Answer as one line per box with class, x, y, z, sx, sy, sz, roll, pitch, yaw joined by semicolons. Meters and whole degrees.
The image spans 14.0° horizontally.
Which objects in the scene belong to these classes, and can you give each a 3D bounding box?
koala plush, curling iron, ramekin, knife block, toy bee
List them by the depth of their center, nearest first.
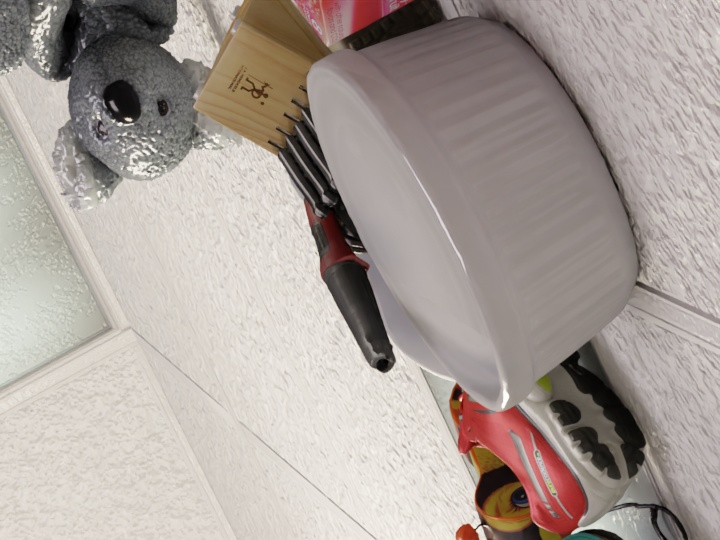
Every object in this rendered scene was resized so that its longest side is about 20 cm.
ramekin;0.061;-0.036;1.498;0.203;0.094;0.202;58;168;19
curling iron;0.000;0.000;1.636;0.200;0.049;0.026;-103;20;-64
knife block;0.000;-0.095;1.689;0.175;0.064;0.200;30;-152;-7
toy bee;0.092;0.119;1.716;0.131;0.108;0.200;67;168;-18
koala plush;-0.181;-0.156;2.170;0.200;0.177;0.184;63;-179;-11

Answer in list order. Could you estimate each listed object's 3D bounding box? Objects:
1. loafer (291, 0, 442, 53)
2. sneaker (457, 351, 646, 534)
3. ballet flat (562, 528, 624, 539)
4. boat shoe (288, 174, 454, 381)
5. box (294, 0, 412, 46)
loafer;-0.021;-0.176;1.579;0.200;0.076;0.068;64;163;-17
sneaker;0.074;0.063;1.649;0.085;0.077;0.200;-51;59;32
ballet flat;0.186;0.203;1.594;0.200;0.068;0.068;37;177;40
boat shoe;0.029;-0.023;1.789;0.200;0.073;0.065;58;-155;-26
box;-0.006;-0.210;1.353;0.096;0.099;0.200;55;167;29
